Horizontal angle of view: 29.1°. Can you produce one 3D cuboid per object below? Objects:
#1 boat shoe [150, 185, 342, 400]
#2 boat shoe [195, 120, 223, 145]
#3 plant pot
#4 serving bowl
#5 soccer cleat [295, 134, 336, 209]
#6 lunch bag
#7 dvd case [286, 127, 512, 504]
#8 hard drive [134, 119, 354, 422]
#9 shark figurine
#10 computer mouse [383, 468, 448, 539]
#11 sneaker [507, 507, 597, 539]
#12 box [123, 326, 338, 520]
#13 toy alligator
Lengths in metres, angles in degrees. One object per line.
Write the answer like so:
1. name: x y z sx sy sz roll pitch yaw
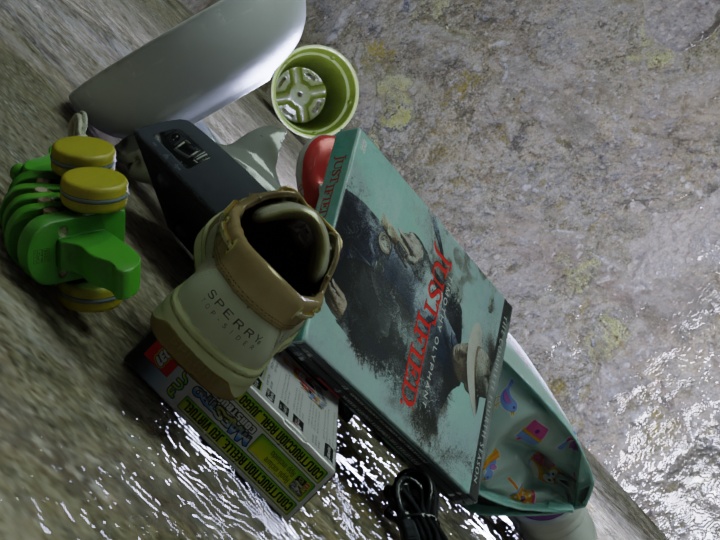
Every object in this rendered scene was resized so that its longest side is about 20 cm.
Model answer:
1. boat shoe: -0.041 -0.002 0.667 0.074 0.066 0.200 44 16 -11
2. boat shoe: -0.078 -0.034 1.109 0.200 0.067 0.074 44 6 -26
3. plant pot: -0.119 -0.396 3.105 0.200 0.201 0.184 44 -6 -13
4. serving bowl: -0.120 -0.153 1.055 0.066 0.198 0.200 60 3 -10
5. soccer cleat: 0.000 0.000 0.904 0.085 0.069 0.201 6 -44 48
6. lunch bag: 0.086 0.101 1.101 0.199 0.122 0.171 37 7 -25
7. dvd case: 0.029 0.031 0.835 0.200 0.022 0.147 48 46 -42
8. hard drive: -0.064 -0.004 0.893 0.200 0.042 0.135 45 -17 24
9. shark figurine: -0.067 -0.055 1.022 0.214 0.090 0.128 38 -27 -21
10. computer mouse: 0.096 0.200 0.812 0.200 0.044 0.110 44 4 -19
11. sneaker: 0.151 0.206 1.193 0.101 0.074 0.200 63 0 -16
12. box: -0.060 0.054 0.735 0.110 0.035 0.200 45 5 -5
13. toy alligator: -0.145 -0.034 0.658 0.053 0.060 0.200 -1 25 -19
